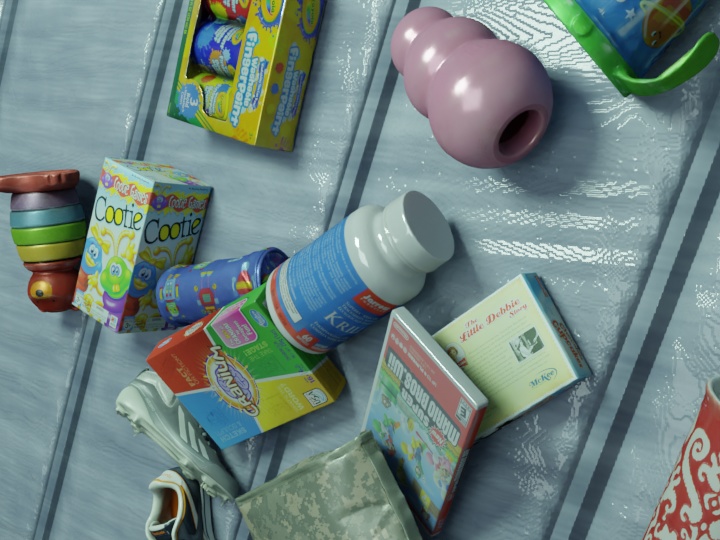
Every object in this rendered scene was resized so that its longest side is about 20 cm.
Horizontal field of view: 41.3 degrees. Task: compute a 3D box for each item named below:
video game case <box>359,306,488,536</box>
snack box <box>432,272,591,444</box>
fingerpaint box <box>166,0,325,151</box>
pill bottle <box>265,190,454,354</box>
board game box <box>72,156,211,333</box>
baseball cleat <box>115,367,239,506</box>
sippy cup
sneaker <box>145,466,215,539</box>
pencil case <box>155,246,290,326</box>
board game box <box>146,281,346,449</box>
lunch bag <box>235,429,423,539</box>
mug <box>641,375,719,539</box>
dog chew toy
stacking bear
[{"bbox_3d":[0.058,0.157,0.981,0.143,0.017,0.202,48,140,36],"label":"video game case"},{"bbox_3d":[0.124,0.103,0.976,0.199,0.037,0.117,-38,69,31],"label":"snack box"},{"bbox_3d":[-0.141,-0.264,1.157,0.165,0.073,0.203,22,103,35],"label":"fingerpaint box"},{"bbox_3d":[0.000,0.000,1.025,0.199,0.112,0.114,-34,70,33],"label":"pill bottle"},{"bbox_3d":[-0.286,-0.033,1.248,0.102,0.104,0.203,25,105,34],"label":"board game box"},{"bbox_3d":[-0.214,0.200,1.215,0.199,0.107,0.070,40,153,3],"label":"baseball cleat"},{"bbox_3d":[0.240,-0.247,0.841,0.130,0.140,0.178,-41,91,18],"label":"sippy cup"},{"bbox_3d":[-0.227,0.354,1.220,0.078,0.079,0.203,-20,79,34],"label":"sneaker"},{"bbox_3d":[-0.161,0.020,1.169,0.198,0.087,0.079,-9,108,38],"label":"pencil case"},{"bbox_3d":[-0.137,0.118,1.126,0.199,0.040,0.154,-28,108,34],"label":"board game box"},{"bbox_3d":[-0.016,0.274,1.025,0.199,0.117,0.166,-32,79,39],"label":"lunch bag"},{"bbox_3d":[0.319,0.218,0.773,0.177,0.132,0.202,34,113,34],"label":"mug"},{"bbox_3d":[0.100,-0.193,0.950,0.125,0.124,0.201,-55,52,23],"label":"dog chew toy"},{"bbox_3d":[-0.446,-0.039,1.370,0.119,0.114,0.203,-3,99,7],"label":"stacking bear"}]
